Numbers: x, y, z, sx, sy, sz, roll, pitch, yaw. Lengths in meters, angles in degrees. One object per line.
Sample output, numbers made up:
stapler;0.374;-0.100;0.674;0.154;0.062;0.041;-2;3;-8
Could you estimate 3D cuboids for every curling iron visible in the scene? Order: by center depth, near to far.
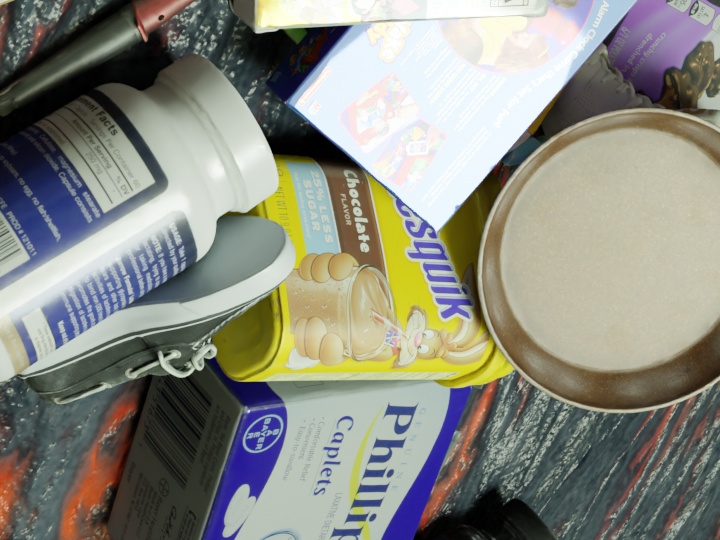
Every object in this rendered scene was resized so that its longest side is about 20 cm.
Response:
curling iron;-0.118;-0.136;1.191;0.199;0.026;0.050;-27;104;-15

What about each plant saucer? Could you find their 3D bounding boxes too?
plant saucer;0.169;-0.009;1.325;0.199;0.035;0.202;-2;109;-6

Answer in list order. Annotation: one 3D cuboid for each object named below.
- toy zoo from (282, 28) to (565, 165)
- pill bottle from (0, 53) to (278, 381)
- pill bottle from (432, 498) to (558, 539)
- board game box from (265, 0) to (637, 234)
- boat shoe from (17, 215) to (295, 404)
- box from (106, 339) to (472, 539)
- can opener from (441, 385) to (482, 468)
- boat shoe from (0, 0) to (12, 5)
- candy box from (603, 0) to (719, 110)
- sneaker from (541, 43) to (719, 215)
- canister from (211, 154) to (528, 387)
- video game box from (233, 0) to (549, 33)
toy zoo;0.054;-0.137;1.294;0.131;0.020;0.200;-46;118;2
pill bottle;-0.153;-0.034;1.186;0.199;0.116;0.116;-32;140;-15
pill bottle;0.070;0.273;1.657;0.200;0.112;0.112;-35;140;-12
board game box;0.059;-0.142;1.257;0.134;0.045;0.200;40;93;-27
boat shoe;-0.119;0.032;1.251;0.198;0.074;0.068;-24;126;15
box;-0.047;0.123;1.428;0.199;0.105;0.185;-7;128;-38
can opener;0.044;0.112;1.553;0.066;0.053;0.201;19;112;-11
boat shoe;-0.146;-0.219;1.074;0.200;0.071;0.069;-44;134;-6
candy box;0.247;-0.095;1.417;0.168;0.199;0.072;-63;168;21
sneaker;0.177;-0.107;1.368;0.074;0.115;0.201;-52;126;-63
canister;0.000;0.000;1.332;0.199;0.150;0.086;1;162;-39
video game box;0.022;-0.236;1.152;0.181;0.047;0.201;-6;112;-24
